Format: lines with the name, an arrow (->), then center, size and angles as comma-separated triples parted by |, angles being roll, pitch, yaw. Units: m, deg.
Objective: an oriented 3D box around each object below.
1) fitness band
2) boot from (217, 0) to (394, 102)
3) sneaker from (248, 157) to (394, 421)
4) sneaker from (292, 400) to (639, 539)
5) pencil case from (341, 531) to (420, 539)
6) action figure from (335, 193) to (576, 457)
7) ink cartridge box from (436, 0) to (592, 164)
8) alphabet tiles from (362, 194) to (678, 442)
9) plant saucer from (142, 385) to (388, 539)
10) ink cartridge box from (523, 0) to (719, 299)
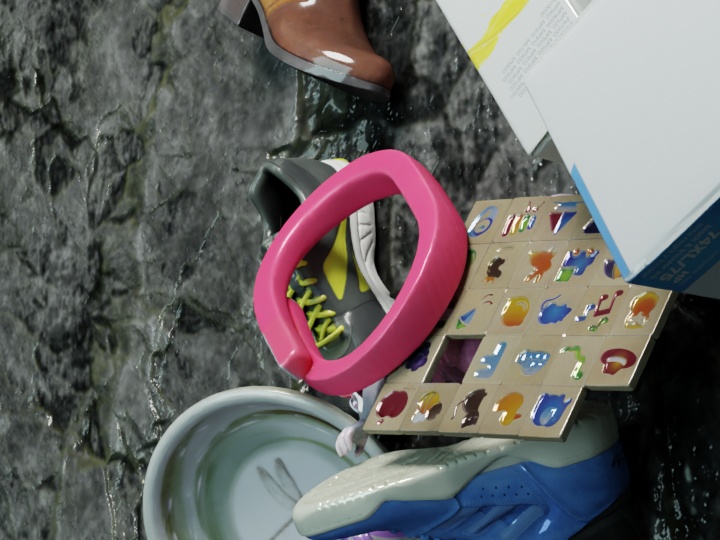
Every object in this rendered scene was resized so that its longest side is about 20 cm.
fitness band -> 0.000, 0.000, 1.602 | 0.144, 0.037, 0.200 | -44, 27, 8
boot -> 0.003, -0.231, 1.776 | 0.200, 0.068, 0.188 | -60, 37, 10
sneaker -> -0.030, 0.012, 1.722 | 0.074, 0.085, 0.200 | -39, 54, 38
sneaker -> 0.067, 0.157, 1.527 | 0.077, 0.200, 0.111 | -112, 5, -80
pencil case -> -0.005, 0.231, 1.623 | 0.084, 0.085, 0.200 | -114, 42, -57
action figure -> 0.055, 0.043, 1.584 | 0.200, 0.134, 0.149 | -20, 68, 39
ink cartridge box -> 0.130, -0.150, 1.535 | 0.083, 0.145, 0.200 | -51, 49, 29
alphabet tiles -> 0.102, 0.025, 1.473 | 0.200, 0.008, 0.167 | -1, 54, 49
plant saucer -> -0.045, 0.164, 1.695 | 0.200, 0.050, 0.200 | 7, 110, 21
ink cartridge box -> 0.225, -0.079, 1.375 | 0.146, 0.200, 0.147 | -47, 50, 32
